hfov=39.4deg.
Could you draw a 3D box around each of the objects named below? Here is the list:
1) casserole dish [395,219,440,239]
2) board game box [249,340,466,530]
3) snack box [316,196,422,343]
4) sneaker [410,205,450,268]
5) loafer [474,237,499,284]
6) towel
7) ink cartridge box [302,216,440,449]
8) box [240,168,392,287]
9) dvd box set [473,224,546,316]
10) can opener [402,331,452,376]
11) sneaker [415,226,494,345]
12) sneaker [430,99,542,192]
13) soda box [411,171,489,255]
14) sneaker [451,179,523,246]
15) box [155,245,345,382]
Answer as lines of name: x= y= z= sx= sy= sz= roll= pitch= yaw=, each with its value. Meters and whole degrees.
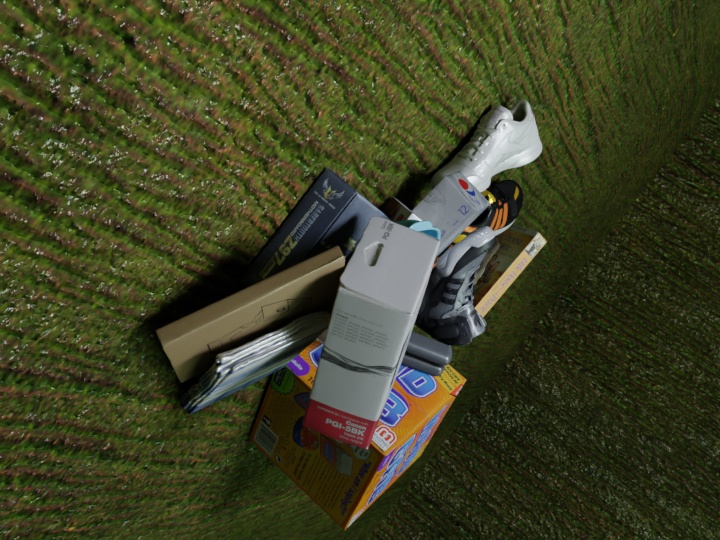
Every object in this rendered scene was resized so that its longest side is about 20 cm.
casserole dish: x=0.024 y=0.013 z=1.221 sx=0.120 sy=0.039 sz=0.201 roll=-14 pitch=138 yaw=-48
board game box: x=-0.007 y=0.202 z=1.460 sx=0.199 sy=0.199 sz=0.201 roll=-35 pitch=158 yaw=-42
snack box: x=0.000 y=0.000 z=1.292 sx=0.024 sy=0.072 sz=0.201 roll=35 pitch=95 yaw=-29
sneaker: x=0.089 y=-0.043 z=1.439 sx=0.200 sy=0.078 sz=0.112 roll=-47 pitch=172 yaw=36
loafer: x=0.176 y=-0.004 z=1.721 sx=0.199 sy=0.076 sz=0.068 roll=-33 pitch=153 yaw=-48
towel: x=-0.120 y=0.104 z=1.125 sx=0.146 sy=0.024 sz=0.200 roll=-24 pitch=170 yaw=-28
ink cartridge box: x=0.012 y=0.067 z=1.091 sx=0.147 sy=0.082 sz=0.202 roll=-64 pitch=172 yaw=-52
box: x=-0.041 y=-0.021 z=1.169 sx=0.158 sy=0.051 sz=0.200 roll=-52 pitch=163 yaw=2
dvd box set: x=0.225 y=0.002 z=1.793 sx=0.200 sy=0.029 sz=0.146 roll=-48 pitch=-155 yaw=-6
can opener: x=0.028 y=0.106 z=1.380 sx=0.054 sy=0.198 sz=0.067 roll=119 pitch=-11 yaw=-45
sneaker: x=0.145 y=0.031 z=1.397 sx=0.075 sy=0.114 sz=0.200 roll=-34 pitch=169 yaw=-50
sneaker: x=0.169 y=-0.172 z=1.401 sx=0.199 sy=0.075 sz=0.101 roll=-33 pitch=126 yaw=-28
soda box: x=0.076 y=-0.039 z=1.336 sx=0.200 sy=0.064 sz=0.068 roll=-45 pitch=174 yaw=25
sneaker: x=0.206 y=-0.100 z=1.605 sx=0.199 sy=0.070 sz=0.090 roll=-37 pitch=162 yaw=-34
box: x=-0.109 y=0.049 z=1.046 sx=0.198 sy=0.021 sz=0.164 roll=-25 pitch=164 yaw=-11
